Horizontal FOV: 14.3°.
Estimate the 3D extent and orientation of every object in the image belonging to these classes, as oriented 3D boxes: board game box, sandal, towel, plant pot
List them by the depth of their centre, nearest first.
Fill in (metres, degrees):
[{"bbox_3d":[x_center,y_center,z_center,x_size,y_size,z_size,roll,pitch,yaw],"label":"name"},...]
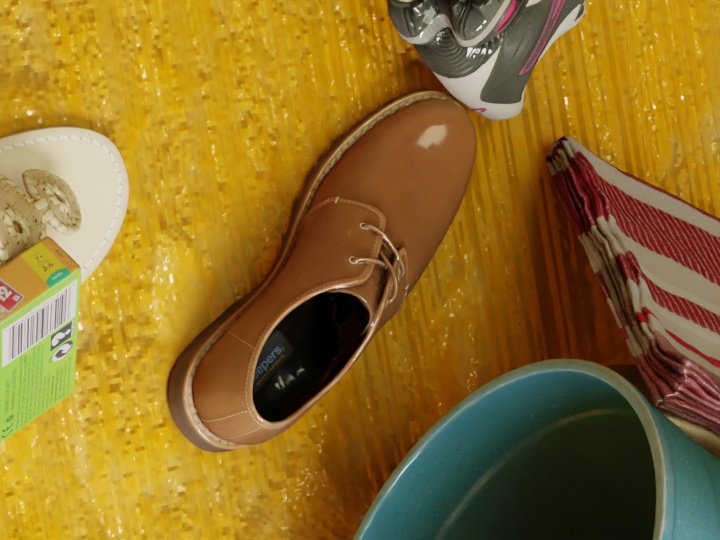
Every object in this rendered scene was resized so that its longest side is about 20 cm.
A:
[{"bbox_3d":[-0.194,0.071,1.131,0.030,0.096,0.200,42,61,19],"label":"board game box"},{"bbox_3d":[-0.168,-0.001,1.158,0.211,0.070,0.078,-24,100,-29],"label":"sandal"},{"bbox_3d":[0.116,0.165,1.174,0.188,0.200,0.200,30,74,-30],"label":"plant pot"},{"bbox_3d":[0.165,0.020,1.299,0.144,0.200,0.023,25,115,-28],"label":"towel"}]

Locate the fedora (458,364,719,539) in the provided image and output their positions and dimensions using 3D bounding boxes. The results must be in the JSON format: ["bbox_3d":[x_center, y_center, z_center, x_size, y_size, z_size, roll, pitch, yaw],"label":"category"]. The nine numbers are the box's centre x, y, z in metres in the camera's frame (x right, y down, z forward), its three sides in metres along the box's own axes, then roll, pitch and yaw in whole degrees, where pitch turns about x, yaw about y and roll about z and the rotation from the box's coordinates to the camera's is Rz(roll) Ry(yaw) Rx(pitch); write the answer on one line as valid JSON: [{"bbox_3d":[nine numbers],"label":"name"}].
[{"bbox_3d":[0.113,0.129,1.300,0.200,0.082,0.201,-2,101,-11],"label":"fedora"}]

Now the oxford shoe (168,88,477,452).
[{"bbox_3d":[0.000,0.000,1.259,0.071,0.071,0.200,43,67,-20],"label":"oxford shoe"}]

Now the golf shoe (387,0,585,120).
[{"bbox_3d":[0.078,-0.165,1.321,0.200,0.077,0.088,-60,143,-22],"label":"golf shoe"}]
